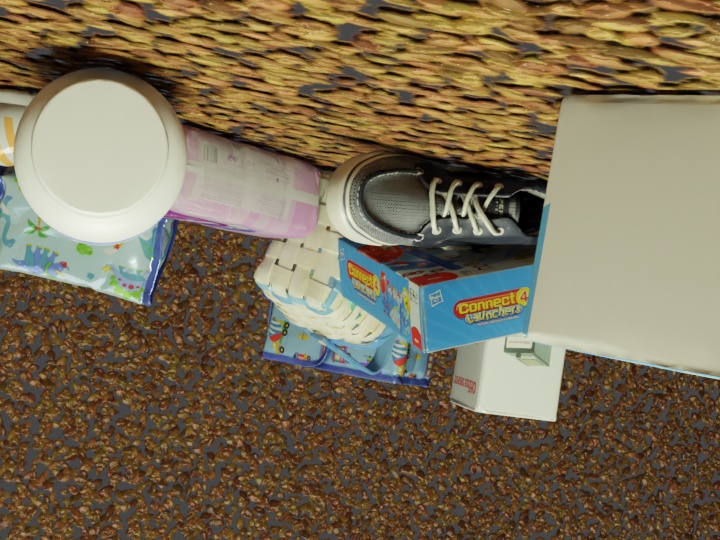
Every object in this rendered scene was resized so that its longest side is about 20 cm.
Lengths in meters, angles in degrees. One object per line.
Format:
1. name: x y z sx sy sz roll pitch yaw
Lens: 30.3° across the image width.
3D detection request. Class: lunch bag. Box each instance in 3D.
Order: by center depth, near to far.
1. lunch bag: -0.261 -0.068 1.303 0.169 0.128 0.200 14 -150 -7
2. lunch bag: -0.017 0.036 1.464 0.199 0.152 0.094 8 177 27

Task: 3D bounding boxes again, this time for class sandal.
1. sandal: -0.292 -0.115 1.079 0.205 0.060 0.079 9 178 18

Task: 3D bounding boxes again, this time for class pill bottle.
1. pill bottle: -0.172 -0.074 0.887 0.111 0.113 0.200 10 179 -11

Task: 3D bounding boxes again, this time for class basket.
1. basket: 0.000 0.000 1.288 0.138 0.177 0.200 18 174 30

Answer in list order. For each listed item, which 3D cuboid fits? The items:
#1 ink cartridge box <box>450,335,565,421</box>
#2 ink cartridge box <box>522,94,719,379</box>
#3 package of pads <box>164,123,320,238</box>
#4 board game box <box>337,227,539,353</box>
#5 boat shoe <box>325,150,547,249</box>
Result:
1. ink cartridge box: 0.154 0.042 1.330 0.083 0.202 0.146 9 179 -6
2. ink cartridge box: 0.201 -0.006 0.691 0.199 0.130 0.125 12 177 -44
3. package of pads: -0.136 -0.078 1.156 0.120 0.076 0.199 5 176 36
4. board game box: 0.105 0.001 1.125 0.199 0.056 0.196 -11 -164 -19
5. boat shoe: 0.070 -0.053 1.020 0.092 0.075 0.199 3 -177 42
